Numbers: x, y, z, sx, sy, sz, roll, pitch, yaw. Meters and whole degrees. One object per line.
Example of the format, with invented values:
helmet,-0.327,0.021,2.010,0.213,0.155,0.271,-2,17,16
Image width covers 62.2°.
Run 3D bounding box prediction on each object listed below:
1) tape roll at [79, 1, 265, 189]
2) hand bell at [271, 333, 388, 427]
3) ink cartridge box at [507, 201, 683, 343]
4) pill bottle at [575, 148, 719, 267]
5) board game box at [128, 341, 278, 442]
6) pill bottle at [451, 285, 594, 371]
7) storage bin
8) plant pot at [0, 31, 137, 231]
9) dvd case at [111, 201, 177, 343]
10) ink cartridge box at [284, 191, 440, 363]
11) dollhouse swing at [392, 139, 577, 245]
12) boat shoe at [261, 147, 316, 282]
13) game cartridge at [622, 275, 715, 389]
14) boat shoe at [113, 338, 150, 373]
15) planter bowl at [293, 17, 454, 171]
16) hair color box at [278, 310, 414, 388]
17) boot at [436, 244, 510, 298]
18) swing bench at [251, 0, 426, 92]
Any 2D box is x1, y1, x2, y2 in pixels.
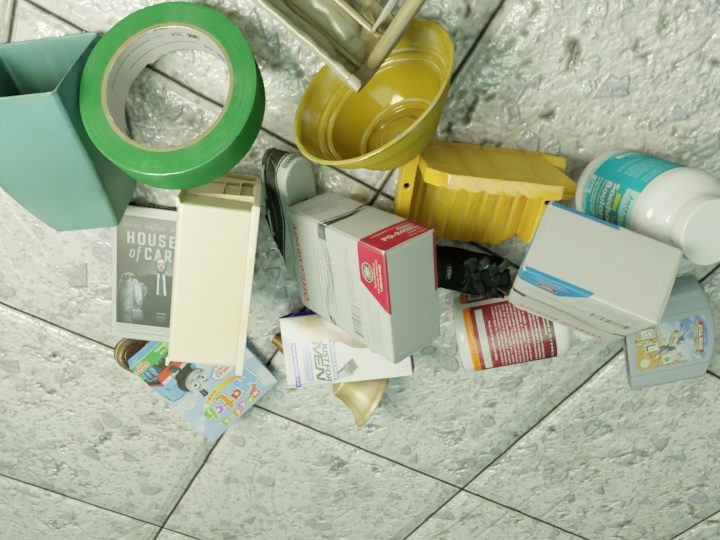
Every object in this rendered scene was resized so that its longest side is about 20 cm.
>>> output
tape roll,-0.206,-0.194,0.662,0.196,0.205,0.048,-2,168,4
hand bell,-0.060,0.162,0.993,0.198,0.105,0.105,33,123,-5
ink cartridge box,0.258,0.011,0.696,0.142,0.086,0.200,23,172,13
pill bottle,0.345,-0.073,0.700,0.108,0.200,0.113,-3,110,-7
board game box,-0.251,0.165,0.977,0.151,0.037,0.201,-42,121,-8
pill bottle,0.241,0.078,0.883,0.196,0.114,0.114,-12,126,12
storage bin,-0.180,-0.009,0.757,0.092,0.199,0.204,5,108,-10
plant pot,-0.365,-0.154,0.730,0.138,0.143,0.202,-4,134,6
dvd case,-0.287,0.008,0.874,0.147,0.025,0.204,7,108,-3
ink cartridge box,0.000,0.000,0.742,0.082,0.199,0.148,-25,123,-30
dollhouse swing,0.146,-0.071,0.739,0.195,0.177,0.184,6,127,-3
boat shoe,-0.095,-0.074,0.823,0.063,0.070,0.203,25,135,31
game cartridge,0.482,0.103,0.940,0.131,0.042,0.202,-12,125,17
boat shoe,-0.323,0.164,1.015,0.201,0.076,0.074,38,158,-32
planter bowl,0.028,-0.175,0.670,0.198,0.203,0.083,-24,139,20
hair color box,-0.020,0.113,0.925,0.195,0.065,0.112,-8,91,7
boot,0.099,-0.010,0.831,0.160,0.197,0.075,4,101,-36
swing bench,-0.014,-0.321,0.570,0.198,0.130,0.200,39,123,-8
